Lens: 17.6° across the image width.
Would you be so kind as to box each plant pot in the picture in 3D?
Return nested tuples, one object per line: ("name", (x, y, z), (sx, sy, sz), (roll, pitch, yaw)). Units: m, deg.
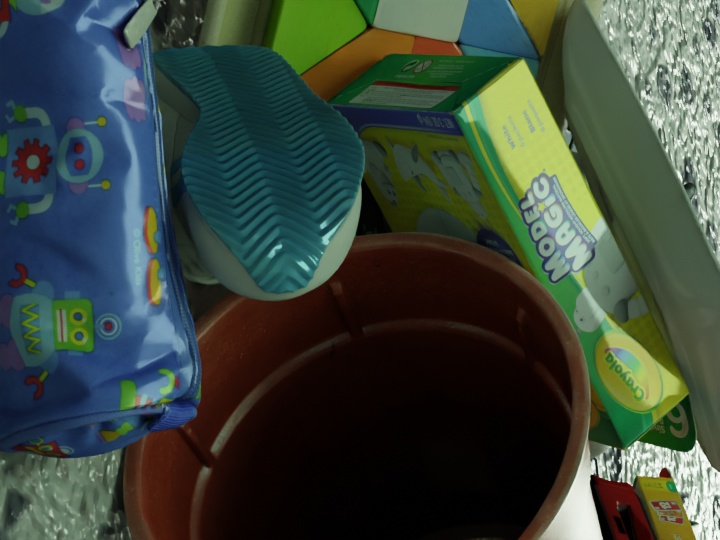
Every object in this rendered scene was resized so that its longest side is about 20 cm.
("plant pot", (0.025, 0.123, 1.013), (0.196, 0.199, 0.202), (64, 29, -48))

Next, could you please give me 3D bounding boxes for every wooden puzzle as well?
("wooden puzzle", (0.029, -0.133, 1.058), (0.037, 0.198, 0.187), (-133, -127, -59))

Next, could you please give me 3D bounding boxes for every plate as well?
("plate", (0.143, 0.002, 1.085), (0.200, 0.032, 0.201), (62, 6, -52))

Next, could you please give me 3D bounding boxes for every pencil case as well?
("pencil case", (-0.106, -0.031, 0.887), (0.078, 0.086, 0.202), (2, 80, -65))

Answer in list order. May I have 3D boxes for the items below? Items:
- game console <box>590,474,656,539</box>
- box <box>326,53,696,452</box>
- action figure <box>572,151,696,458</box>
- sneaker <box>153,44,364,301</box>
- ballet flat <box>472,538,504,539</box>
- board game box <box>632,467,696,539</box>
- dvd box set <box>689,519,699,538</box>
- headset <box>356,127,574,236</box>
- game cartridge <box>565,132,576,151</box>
("game console", (0.119, 0.215, 1.131), (0.200, 0.031, 0.178), (-101, -160, -65))
("box", (0.069, 0.001, 1.030), (0.048, 0.117, 0.201), (-39, 112, -20))
("action figure", (0.123, 0.017, 1.276), (0.195, 0.104, 0.201), (-77, 149, -41))
("sneaker", (-0.044, -0.028, 0.953), (0.200, 0.076, 0.082), (-115, -155, -64))
("ballet flat", (0.092, 0.150, 1.301), (0.066, 0.070, 0.200), (60, 14, 24))
("board game box", (0.150, 0.184, 1.144), (0.200, 0.030, 0.096), (-94, -167, -65))
("dvd box set", (0.142, 0.245, 1.315), (0.146, 0.029, 0.202), (-4, 104, -62))
("headset", (0.065, -0.044, 1.180), (0.200, 0.094, 0.124), (-42, 105, -37))
("game cartridge", (0.086, -0.044, 1.369), (0.200, 0.041, 0.134), (27, 54, -60))
